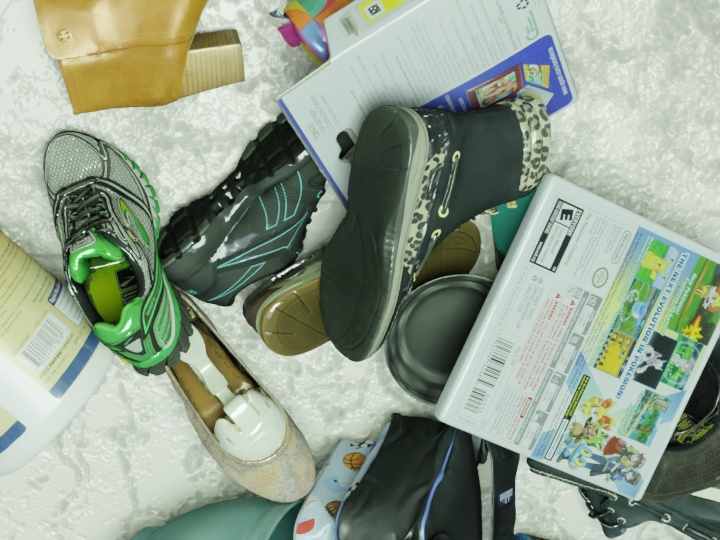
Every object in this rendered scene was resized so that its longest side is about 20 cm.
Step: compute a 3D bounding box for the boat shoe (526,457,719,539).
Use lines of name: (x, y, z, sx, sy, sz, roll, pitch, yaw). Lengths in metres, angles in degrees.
boat shoe: (0.224, 0.192, 1.250, 0.199, 0.074, 0.066, 15, 93, -21)

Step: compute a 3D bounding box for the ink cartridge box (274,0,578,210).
ink cartridge box: (0.049, -0.137, 1.088, 0.200, 0.047, 0.198, -29, 148, 3)

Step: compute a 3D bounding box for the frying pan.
frying pan: (0.109, 0.063, 1.164, 0.190, 0.031, 0.115, 16, 111, -12)

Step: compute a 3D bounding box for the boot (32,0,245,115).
boot: (-0.164, -0.213, 1.077, 0.144, 0.071, 0.201, -9, 113, -8)

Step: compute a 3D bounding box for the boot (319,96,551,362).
boot: (0.057, -0.033, 1.093, 0.154, 0.073, 0.204, -15, 130, -39)

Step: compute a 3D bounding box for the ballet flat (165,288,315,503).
ballet flat: (-0.107, 0.093, 1.140, 0.068, 0.067, 0.200, -40, 82, -12)

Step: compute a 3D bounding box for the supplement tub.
supplement tub: (-0.295, 0.038, 1.100, 0.144, 0.144, 0.200, -44, 107, 7)

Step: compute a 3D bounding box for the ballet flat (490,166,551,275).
ballet flat: (0.142, -0.009, 1.187, 0.072, 0.072, 0.201, -6, 111, -5)

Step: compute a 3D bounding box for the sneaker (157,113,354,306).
sneaker: (-0.068, -0.052, 1.149, 0.200, 0.075, 0.079, -40, 122, 11)

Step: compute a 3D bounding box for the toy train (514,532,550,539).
toy train: (0.196, 0.297, 1.275, 0.200, 0.087, 0.114, 16, 98, -11)

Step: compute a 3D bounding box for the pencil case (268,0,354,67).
pencil case: (0.031, -0.220, 1.095, 0.200, 0.088, 0.088, -40, 107, 5)

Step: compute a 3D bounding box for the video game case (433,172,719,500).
video game case: (0.175, 0.053, 1.129, 0.182, 0.022, 0.200, 23, 94, -17)

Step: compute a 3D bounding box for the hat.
hat: (0.236, 0.080, 1.209, 0.200, 0.081, 0.201, -2, 99, -15)

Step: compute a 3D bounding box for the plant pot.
plant pot: (-0.119, 0.271, 1.183, 0.134, 0.200, 0.201, 5, 108, 18)

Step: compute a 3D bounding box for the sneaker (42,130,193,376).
sneaker: (-0.183, -0.024, 1.090, 0.078, 0.085, 0.200, -30, 65, 5)

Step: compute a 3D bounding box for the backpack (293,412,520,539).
backpack: (0.036, 0.228, 1.182, 0.154, 0.200, 0.191, -2, 117, 26)

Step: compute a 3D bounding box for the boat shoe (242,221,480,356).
boat shoe: (0.000, 0.000, 1.159, 0.200, 0.065, 0.073, -20, 123, -26)
